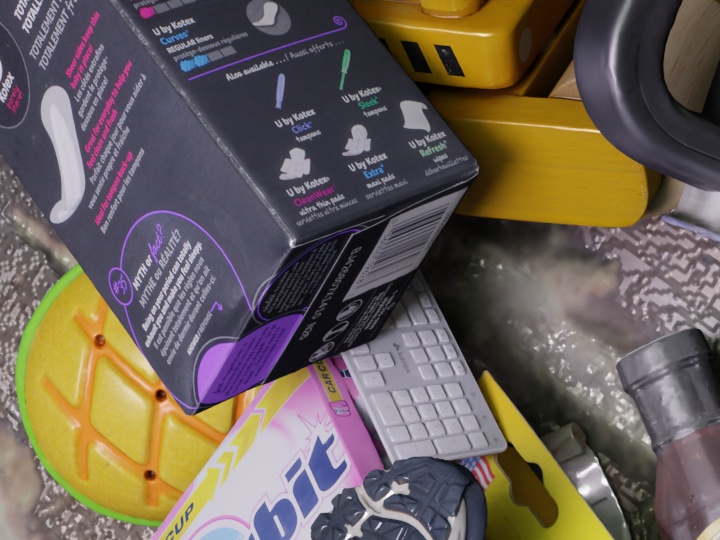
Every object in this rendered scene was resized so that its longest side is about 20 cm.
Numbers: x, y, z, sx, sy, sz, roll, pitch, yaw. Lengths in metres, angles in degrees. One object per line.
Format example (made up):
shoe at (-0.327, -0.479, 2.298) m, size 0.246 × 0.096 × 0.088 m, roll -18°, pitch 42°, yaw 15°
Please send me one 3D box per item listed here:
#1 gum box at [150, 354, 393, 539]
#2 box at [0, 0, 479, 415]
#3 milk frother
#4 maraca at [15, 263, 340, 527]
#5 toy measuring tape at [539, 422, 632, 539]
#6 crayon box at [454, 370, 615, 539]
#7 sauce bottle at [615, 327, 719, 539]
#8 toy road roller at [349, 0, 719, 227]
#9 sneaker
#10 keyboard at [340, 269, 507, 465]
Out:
gum box at (-0.035, 0.139, 1.124) m, size 0.200 × 0.066 × 0.114 m, roll -53°, pitch 40°, yaw 23°
box at (-0.066, -0.064, 1.054) m, size 0.200 × 0.106 × 0.122 m, roll 53°, pitch 138°, yaw 18°
milk frother at (0.169, -0.100, 1.012) m, size 0.179 × 0.200 × 0.189 m, roll 20°, pitch 93°, yaw -1°
maraca at (-0.061, 0.040, 1.182) m, size 0.199 × 0.107 × 0.138 m, roll -21°, pitch 98°, yaw 10°
toy measuring tape at (0.111, 0.160, 1.108) m, size 0.073 × 0.073 × 0.201 m, roll -28°, pitch 75°, yaw 22°
crayon box at (0.043, 0.161, 1.116) m, size 0.201 × 0.051 × 0.127 m, roll -57°, pitch 39°, yaw 19°
sauce bottle at (0.161, 0.123, 1.088) m, size 0.066 × 0.066 × 0.201 m, roll -29°, pitch 76°, yaw 22°
toy road roller at (0.055, -0.111, 1.091) m, size 0.199 × 0.123 × 0.147 m, roll 8°, pitch 129°, yaw 24°
sneaker at (0.014, 0.165, 1.035) m, size 0.078 × 0.086 × 0.201 m, roll 41°, pitch 117°, yaw 49°
keyboard at (0.000, 0.000, 1.124) m, size 0.011 × 0.056 × 0.201 m, roll -56°, pitch 49°, yaw 41°
